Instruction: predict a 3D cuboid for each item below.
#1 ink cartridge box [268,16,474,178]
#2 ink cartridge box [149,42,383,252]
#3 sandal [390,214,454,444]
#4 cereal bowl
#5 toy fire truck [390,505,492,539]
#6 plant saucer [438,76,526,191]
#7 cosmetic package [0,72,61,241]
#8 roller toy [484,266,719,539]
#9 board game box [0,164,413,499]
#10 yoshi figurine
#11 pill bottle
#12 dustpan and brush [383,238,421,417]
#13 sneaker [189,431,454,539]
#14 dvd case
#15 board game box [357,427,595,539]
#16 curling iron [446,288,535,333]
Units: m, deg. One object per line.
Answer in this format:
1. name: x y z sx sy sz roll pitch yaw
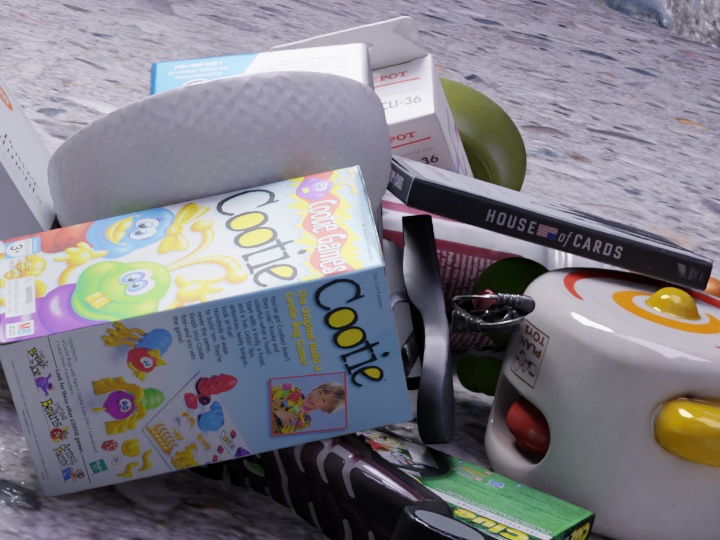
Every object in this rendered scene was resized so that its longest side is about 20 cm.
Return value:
1. ink cartridge box: 0.012 -0.084 1.742 0.116 0.200 0.068 -13 46 10
2. ink cartridge box: -0.061 -0.040 1.529 0.146 0.084 0.200 -4 54 5
3. sandal: 0.032 0.041 1.481 0.043 0.076 0.200 -5 32 0
4. cereal bowl: -0.074 -0.038 1.365 0.200 0.083 0.200 -13 -16 -4
5. toy fire truck: 0.115 0.177 1.121 0.176 0.129 0.200 26 6 38
6. plant saucer: 0.029 -0.069 1.832 0.200 0.200 0.031 11 45 -13
7. cosmetic package: -0.197 -0.024 1.414 0.052 0.200 0.151 -29 16 3
8. roller toy: 0.176 0.078 1.475 0.182 0.140 0.200 20 16 19
9. board game box: -0.083 0.031 1.268 0.200 0.105 0.103 -12 34 -1
10. yoshi figurine: 0.150 0.026 1.614 0.200 0.112 0.112 -15 67 -34
11. pill bottle: 0.063 0.000 1.704 0.200 0.114 0.114 11 15 -15
12. dustpan and brush: 0.000 0.000 1.592 0.139 0.200 0.057 12 -19 -9
13. sneaker: -0.012 0.079 1.322 0.200 0.076 0.116 23 53 28
14. dvd case: 0.116 -0.032 1.553 0.200 0.025 0.150 15 6 -8
15. board game box: 0.027 0.124 1.388 0.200 0.024 0.105 21 13 23
16. curling iron: 0.072 0.024 1.482 0.049 0.026 0.200 0 0 -4
